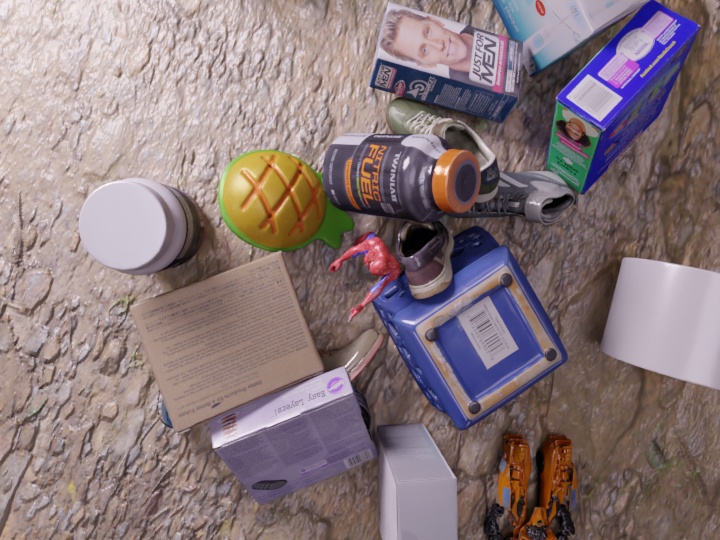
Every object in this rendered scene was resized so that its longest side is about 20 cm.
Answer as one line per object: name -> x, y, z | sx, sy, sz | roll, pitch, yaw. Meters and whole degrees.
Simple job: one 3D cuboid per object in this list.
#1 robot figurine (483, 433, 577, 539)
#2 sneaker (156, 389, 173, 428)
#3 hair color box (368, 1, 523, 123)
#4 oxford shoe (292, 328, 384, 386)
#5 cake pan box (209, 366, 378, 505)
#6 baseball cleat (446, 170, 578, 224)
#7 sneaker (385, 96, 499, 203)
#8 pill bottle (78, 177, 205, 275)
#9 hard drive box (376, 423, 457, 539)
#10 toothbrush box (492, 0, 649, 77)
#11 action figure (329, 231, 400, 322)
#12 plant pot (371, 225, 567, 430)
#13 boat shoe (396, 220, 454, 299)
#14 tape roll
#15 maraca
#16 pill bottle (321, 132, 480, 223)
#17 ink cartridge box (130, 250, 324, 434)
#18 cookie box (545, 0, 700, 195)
robot figurine -> 0.259, 0.350, 0.876 | 0.142, 0.058, 0.204 | 2, 93, -4
sneaker -> -0.215, 0.129, 0.809 | 0.089, 0.078, 0.203 | 24, 92, -10
hair color box -> 0.118, -0.283, 0.801 | 0.197, 0.061, 0.102 | 13, 67, -6
oxford shoe -> -0.054, 0.140, 0.829 | 0.199, 0.071, 0.074 | -39, 91, -3
cake pan box -> -0.079, 0.227, 0.790 | 0.197, 0.053, 0.185 | -22, 138, -2
baseball cleat -> 0.202, -0.102, 0.814 | 0.196, 0.107, 0.071 | -9, 117, -3
sneaker -> 0.110, -0.180, 0.778 | 0.067, 0.090, 0.200 | -43, 74, -6
pill bottle -> -0.266, -0.054, 0.728 | 0.112, 0.200, 0.116 | 0, 94, -5
hard drive box -> 0.070, 0.316, 0.786 | 0.075, 0.200, 0.159 | -2, 95, -5
toothbrush box -> 0.256, -0.358, 0.755 | 0.084, 0.200, 0.148 | -30, 97, -3
action figure -> 0.000, 0.000, 0.757 | 0.099, 0.200, 0.066 | -39, 96, 0
plant pot -> 0.146, 0.076, 0.785 | 0.198, 0.180, 0.202 | -32, 98, -1
boat shoe -> 0.081, -0.039, 0.762 | 0.071, 0.201, 0.065 | -18, 116, 15
tape roll -> 0.448, 0.072, 0.804 | 0.199, 0.203, 0.142 | 13, 92, -6
maraca -> -0.095, -0.092, 0.793 | 0.197, 0.107, 0.140 | 4, 83, -29
pill bottle -> 0.051, -0.118, 0.737 | 0.105, 0.198, 0.108 | -13, 109, -44
ink cartridge box -> -0.168, 0.087, 0.751 | 0.197, 0.075, 0.167 | -20, 93, -15
cookie box -> 0.332, -0.215, 0.770 | 0.171, 0.200, 0.075 | -46, 69, -2
